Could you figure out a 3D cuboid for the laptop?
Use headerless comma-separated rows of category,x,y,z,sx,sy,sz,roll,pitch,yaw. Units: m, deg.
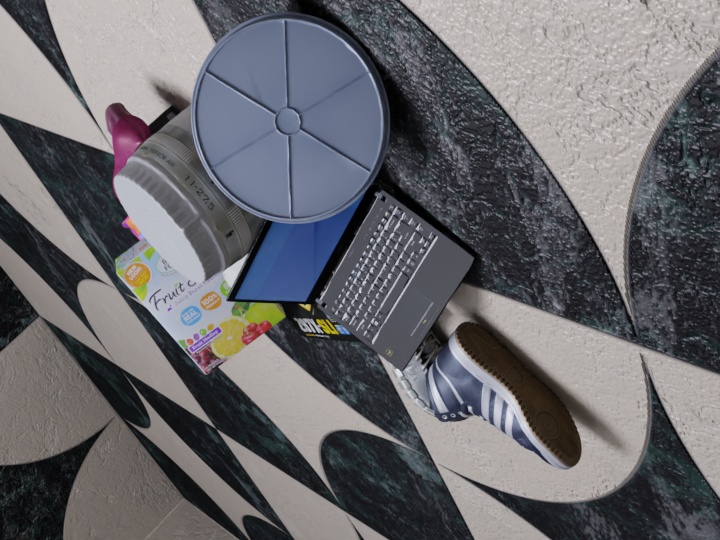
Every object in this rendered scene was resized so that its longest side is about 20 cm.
laptop,-0.011,0.009,1.115,0.199,0.103,0.178,37,124,8

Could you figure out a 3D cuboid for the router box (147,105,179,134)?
router box,-0.229,-0.117,1.454,0.200,0.052,0.157,49,157,-9

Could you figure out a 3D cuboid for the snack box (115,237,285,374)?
snack box,-0.214,0.025,1.412,0.201,0.141,0.053,54,-179,-27

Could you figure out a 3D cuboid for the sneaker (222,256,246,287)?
sneaker,-0.177,-0.037,1.277,0.199,0.074,0.116,34,150,22

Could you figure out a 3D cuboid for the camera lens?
camera lens,-0.144,-0.106,1.126,0.160,0.200,0.161,39,158,19

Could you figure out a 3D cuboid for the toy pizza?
toy pizza,-0.067,-0.146,1.011,0.200,0.200,0.032,46,-161,-5

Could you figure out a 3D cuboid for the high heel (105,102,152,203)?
high heel,-0.290,-0.119,1.382,0.096,0.067,0.202,47,159,41

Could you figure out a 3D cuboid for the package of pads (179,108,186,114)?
package of pads,-0.165,-0.113,1.324,0.200,0.076,0.120,48,160,-7

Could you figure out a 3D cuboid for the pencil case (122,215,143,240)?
pencil case,-0.291,-0.030,1.676,0.201,0.088,0.088,51,157,-12

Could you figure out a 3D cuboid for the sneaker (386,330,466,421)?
sneaker,0.077,0.098,1.272,0.200,0.075,0.116,45,155,3

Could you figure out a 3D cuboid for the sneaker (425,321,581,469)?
sneaker,0.158,0.162,1.202,0.200,0.070,0.109,48,133,10

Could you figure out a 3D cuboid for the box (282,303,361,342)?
box,-0.068,0.023,1.425,0.160,0.049,0.199,51,157,-19

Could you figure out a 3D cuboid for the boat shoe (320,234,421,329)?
boat shoe,0.000,0.000,1.215,0.199,0.073,0.075,31,121,15
